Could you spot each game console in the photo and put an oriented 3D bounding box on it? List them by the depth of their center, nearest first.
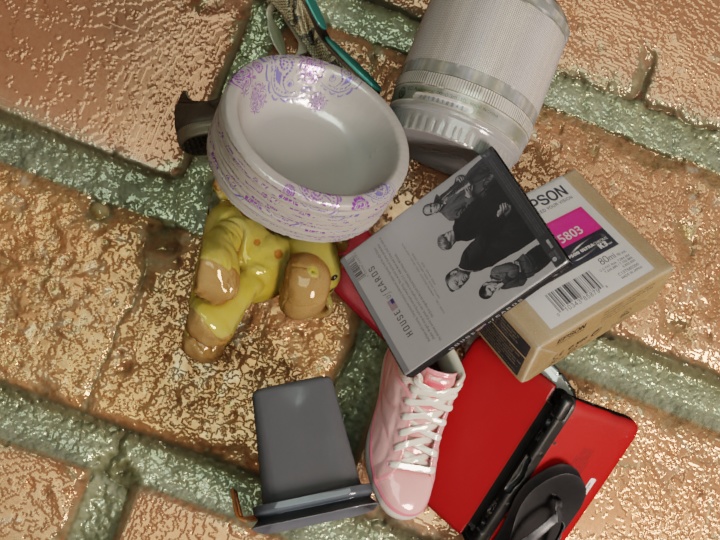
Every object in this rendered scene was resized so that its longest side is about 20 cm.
[{"bbox_3d":[0.171,0.198,1.075,0.172,0.119,0.201,21,108,-29],"label":"game console"}]

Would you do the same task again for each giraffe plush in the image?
[{"bbox_3d":[-0.096,0.003,1.057,0.161,0.173,0.201,11,58,-10],"label":"giraffe plush"}]

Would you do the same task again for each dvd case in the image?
[{"bbox_3d":[0.092,-0.009,0.989,0.200,0.025,0.151,-37,65,15],"label":"dvd case"}]

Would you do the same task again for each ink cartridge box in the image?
[{"bbox_3d":[0.202,0.000,1.046,0.199,0.075,0.165,-27,62,-24],"label":"ink cartridge box"}]

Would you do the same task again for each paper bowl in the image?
[{"bbox_3d":[-0.058,-0.115,1.001,0.200,0.104,0.201,15,49,-17],"label":"paper bowl"}]

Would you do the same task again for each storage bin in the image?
[{"bbox_3d":[-0.066,0.195,1.017,0.145,0.200,0.135,-11,73,-4],"label":"storage bin"}]

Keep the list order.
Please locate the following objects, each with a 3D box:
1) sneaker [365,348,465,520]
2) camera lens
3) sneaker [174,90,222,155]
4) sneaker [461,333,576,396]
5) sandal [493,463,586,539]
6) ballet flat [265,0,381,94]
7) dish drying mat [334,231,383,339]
[{"bbox_3d":[0.059,0.154,1.025,0.075,0.105,0.201,13,66,-17],"label":"sneaker"},{"bbox_3d":[0.129,-0.216,1.078,0.159,0.160,0.201,22,83,0],"label":"camera lens"},{"bbox_3d":[-0.112,-0.185,1.110,0.199,0.071,0.076,-8,68,-10],"label":"sneaker"},{"bbox_3d":[0.150,0.096,1.092,0.087,0.075,0.200,-42,86,-1],"label":"sneaker"},{"bbox_3d":[0.176,0.291,1.029,0.076,0.043,0.201,24,106,-30],"label":"sandal"},{"bbox_3d":[-0.056,-0.260,1.130,0.075,0.068,0.200,-37,81,16],"label":"ballet flat"},{"bbox_3d":[0.000,0.000,1.120,0.200,0.018,0.077,45,87,1],"label":"dish drying mat"}]
